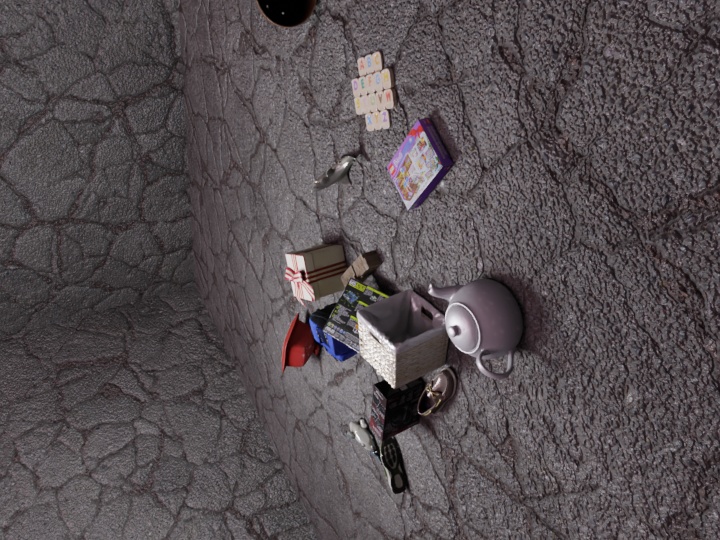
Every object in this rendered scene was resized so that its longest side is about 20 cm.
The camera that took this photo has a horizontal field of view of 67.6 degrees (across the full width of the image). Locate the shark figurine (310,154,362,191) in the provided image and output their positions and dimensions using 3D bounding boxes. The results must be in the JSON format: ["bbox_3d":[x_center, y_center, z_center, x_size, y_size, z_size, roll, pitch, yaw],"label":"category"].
[{"bbox_3d":[-0.051,-0.307,1.691,0.213,0.128,0.090,-29,105,44],"label":"shark figurine"}]

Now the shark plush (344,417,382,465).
[{"bbox_3d":[0.030,0.649,2.059,0.199,0.091,0.084,34,156,22],"label":"shark plush"}]

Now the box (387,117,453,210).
[{"bbox_3d":[0.146,-0.265,1.363,0.139,0.039,0.200,65,151,15],"label":"box"}]

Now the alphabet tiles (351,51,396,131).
[{"bbox_3d":[0.035,-0.488,1.479,0.199,0.014,0.199,16,118,58],"label":"alphabet tiles"}]

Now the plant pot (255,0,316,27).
[{"bbox_3d":[-0.247,-0.840,1.664,0.200,0.184,0.190,-139,40,-66],"label":"plant pot"}]

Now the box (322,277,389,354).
[{"bbox_3d":[0.002,0.144,1.655,0.198,0.195,0.047,24,170,38],"label":"box"}]

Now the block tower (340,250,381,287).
[{"bbox_3d":[0.000,0.000,1.750,0.200,0.057,0.055,-44,66,57],"label":"block tower"}]

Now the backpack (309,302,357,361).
[{"bbox_3d":[-0.090,0.217,1.911,0.199,0.161,0.171,27,131,52],"label":"backpack"}]

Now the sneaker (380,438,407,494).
[{"bbox_3d":[0.101,0.681,1.904,0.088,0.076,0.204,177,80,-70],"label":"sneaker"}]

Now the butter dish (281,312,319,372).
[{"bbox_3d":[-0.245,0.319,2.278,0.202,0.145,0.201,-74,-1,-47],"label":"butter dish"}]

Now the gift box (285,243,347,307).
[{"bbox_3d":[-0.156,0.019,1.903,0.184,0.184,0.204,-1,102,61],"label":"gift box"}]

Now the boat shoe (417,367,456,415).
[{"bbox_3d":[0.215,0.350,1.533,0.072,0.059,0.202,56,147,30],"label":"boat shoe"}]

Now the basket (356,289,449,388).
[{"bbox_3d":[0.116,0.188,1.486,0.198,0.198,0.163,39,138,46],"label":"basket"}]

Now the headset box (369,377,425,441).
[{"bbox_3d":[0.112,0.423,1.665,0.077,0.147,0.203,43,140,44],"label":"headset box"}]

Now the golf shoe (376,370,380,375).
[{"bbox_3d":[0.084,0.233,1.685,0.077,0.087,0.204,10,112,61],"label":"golf shoe"}]

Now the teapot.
[{"bbox_3d":[0.266,0.125,1.237,0.199,0.144,0.201,11,114,58],"label":"teapot"}]
